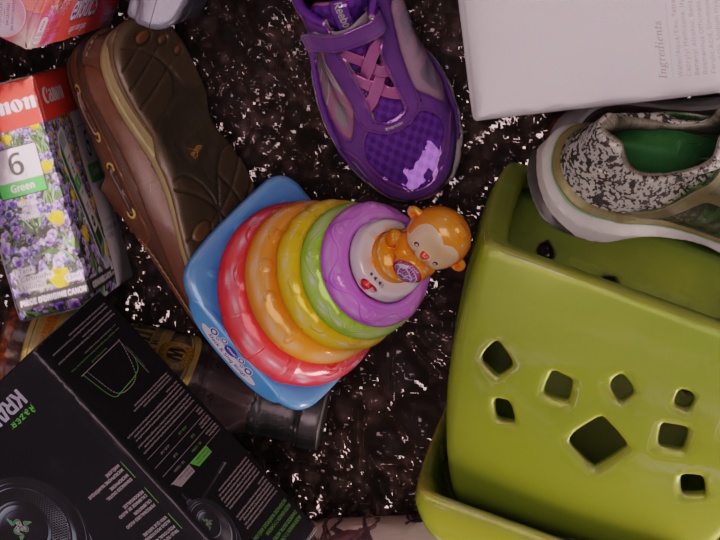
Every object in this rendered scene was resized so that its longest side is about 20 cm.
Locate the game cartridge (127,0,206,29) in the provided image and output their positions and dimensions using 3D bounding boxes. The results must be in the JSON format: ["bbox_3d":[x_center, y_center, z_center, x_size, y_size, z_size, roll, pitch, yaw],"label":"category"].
[{"bbox_3d":[-0.084,-0.237,1.363,0.041,0.133,0.201,17,100,4],"label":"game cartridge"}]

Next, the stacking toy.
[{"bbox_3d":[0.000,0.000,1.347,0.116,0.200,0.110,50,59,-14],"label":"stacking toy"}]

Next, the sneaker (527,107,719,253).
[{"bbox_3d":[0.195,-0.054,1.295,0.199,0.089,0.077,-1,71,-18],"label":"sneaker"}]

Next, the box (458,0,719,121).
[{"bbox_3d":[0.157,-0.152,1.340,0.199,0.152,0.107,-6,98,7],"label":"box"}]

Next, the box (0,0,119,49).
[{"bbox_3d":[-0.188,-0.192,1.347,0.102,0.200,0.095,24,101,3],"label":"box"}]

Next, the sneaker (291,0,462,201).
[{"bbox_3d":[0.000,-0.132,1.393,0.080,0.088,0.201,-18,97,7],"label":"sneaker"}]

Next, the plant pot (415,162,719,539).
[{"bbox_3d":[0.139,0.072,1.358,0.199,0.199,0.183,19,107,3],"label":"plant pot"}]

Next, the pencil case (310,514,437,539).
[{"bbox_3d":[-0.004,0.191,1.445,0.198,0.078,0.090,-2,84,6],"label":"pencil case"}]

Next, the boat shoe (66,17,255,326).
[{"bbox_3d":[-0.114,-0.052,1.433,0.067,0.072,0.201,-9,110,42],"label":"boat shoe"}]

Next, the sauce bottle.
[{"bbox_3d":[-0.118,0.066,1.448,0.199,0.066,0.066,10,99,3],"label":"sauce bottle"}]

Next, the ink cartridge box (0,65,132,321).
[{"bbox_3d":[-0.190,-0.079,1.410,0.050,0.109,0.201,-13,97,8],"label":"ink cartridge box"}]

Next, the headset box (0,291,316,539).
[{"bbox_3d":[-0.150,0.149,1.365,0.174,0.093,0.200,-40,94,28],"label":"headset box"}]

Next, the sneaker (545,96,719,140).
[{"bbox_3d":[0.201,-0.071,1.396,0.199,0.085,0.073,8,93,-17],"label":"sneaker"}]
